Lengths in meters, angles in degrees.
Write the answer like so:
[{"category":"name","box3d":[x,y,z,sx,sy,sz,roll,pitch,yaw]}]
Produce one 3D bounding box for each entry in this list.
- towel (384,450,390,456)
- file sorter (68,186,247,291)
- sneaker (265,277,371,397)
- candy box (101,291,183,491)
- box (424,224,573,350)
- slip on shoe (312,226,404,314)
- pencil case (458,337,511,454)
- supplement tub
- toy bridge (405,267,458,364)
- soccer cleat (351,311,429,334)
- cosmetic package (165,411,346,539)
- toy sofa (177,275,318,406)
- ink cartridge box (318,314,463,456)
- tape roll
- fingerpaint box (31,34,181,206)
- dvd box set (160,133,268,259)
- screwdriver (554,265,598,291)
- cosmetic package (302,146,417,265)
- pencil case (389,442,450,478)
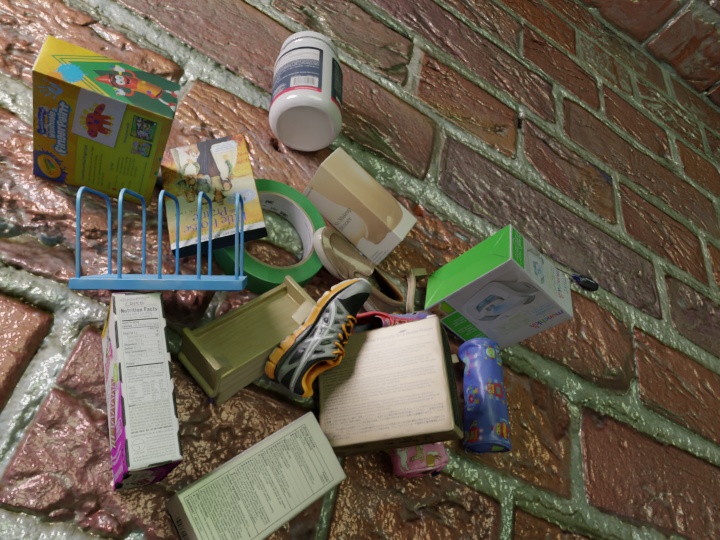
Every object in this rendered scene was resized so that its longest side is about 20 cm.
[{"category":"towel","box3d":[0.061,0.204,0.879,0.086,0.018,0.201,36,51,-2]},{"category":"file sorter","box3d":[-0.250,-0.038,0.681,0.197,0.139,0.125,1,92,-10]},{"category":"sneaker","box3d":[-0.047,0.098,0.762,0.077,0.078,0.200,39,85,25]},{"category":"candy box","box3d":[-0.268,0.145,0.626,0.060,0.136,0.203,-1,62,-32]},{"category":"box","box3d":[0.249,0.044,0.950,0.176,0.199,0.097,39,41,-20]},{"category":"slip on shoe","box3d":[0.000,0.000,0.894,0.201,0.060,0.076,53,39,-17]},{"category":"pencil case","box3d":[0.215,0.223,0.918,0.077,0.087,0.202,16,55,-18]},{"category":"supplement tub","box3d":[-0.104,-0.351,1.021,0.139,0.140,0.203,15,56,-24]},{"category":"toy bridge","box3d":[0.120,0.086,0.977,0.066,0.027,0.202,-4,65,-33]},{"category":"soccer cleat","box3d":[0.053,0.099,0.881,0.197,0.077,0.068,-2,63,-23]},{"category":"cosmetic package","box3d":[-0.130,0.280,0.664,0.198,0.087,0.104,-21,74,-38]},{"category":"toy sofa","box3d":[-0.159,0.099,0.764,0.083,0.098,0.199,42,47,21]},{"category":"ink cartridge box","box3d":[0.039,0.173,0.766,0.075,0.197,0.167,49,32,-54]},{"category":"tape roll","box3d":[-0.151,-0.058,0.878,0.198,0.048,0.203,16,56,-24]},{"category":"fingerpaint box","box3d":[-0.358,-0.197,0.729,0.165,0.200,0.074,14,55,-24]},{"category":"dvd box set","box3d":[-0.235,-0.123,0.820,0.144,0.030,0.202,-14,60,-8]},{"category":"screwdriver","box3d":[0.506,0.003,1.267,0.198,0.028,0.029,28,80,-20]},{"category":"cosmetic package","box3d":[-0.004,-0.117,0.971,0.200,0.105,0.071,41,49,-2]},{"category":"pencil case","box3d":[0.081,0.217,0.818,0.085,0.083,0.203,5,58,-23]}]
